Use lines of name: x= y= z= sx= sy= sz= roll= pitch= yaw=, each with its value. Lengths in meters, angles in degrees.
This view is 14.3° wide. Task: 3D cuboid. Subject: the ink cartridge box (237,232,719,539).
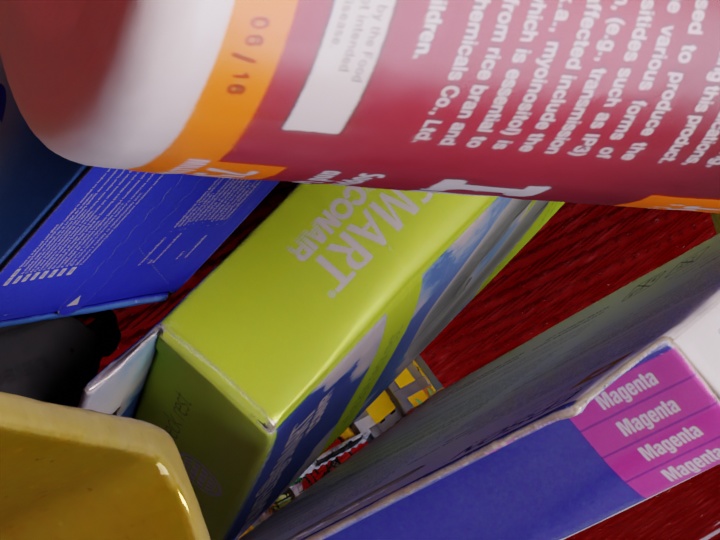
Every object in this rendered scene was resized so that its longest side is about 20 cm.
ink cartridge box: x=0.043 y=0.049 z=0.755 sx=0.196 sy=0.043 sz=0.200 roll=-31 pitch=-178 yaw=39

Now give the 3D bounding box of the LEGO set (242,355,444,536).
LEGO set: x=-0.020 y=0.127 z=1.060 sx=0.154 sy=0.116 sz=0.200 roll=-24 pitch=159 yaw=-38

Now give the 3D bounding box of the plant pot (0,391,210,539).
plant pot: x=-0.133 y=0.150 z=0.610 sx=0.200 sy=0.196 sz=0.194 roll=-22 pitch=165 yaw=15

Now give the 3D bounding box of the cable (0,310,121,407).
cable: x=-0.159 y=0.070 z=0.756 sx=0.163 sy=0.051 sz=0.200 roll=-43 pitch=169 yaw=38

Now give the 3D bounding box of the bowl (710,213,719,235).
bowl: x=0.180 y=-0.077 z=0.873 sx=0.200 sy=0.200 sz=0.108 roll=-38 pitch=128 yaw=2

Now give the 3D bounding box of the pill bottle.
pill bottle: x=0.040 y=-0.068 z=0.533 sx=0.199 sy=0.113 sz=0.113 roll=4 pitch=146 yaw=-23

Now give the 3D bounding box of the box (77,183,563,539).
box: x=0.000 y=0.000 z=0.800 sx=0.200 sy=0.048 sz=0.122 roll=-45 pitch=172 yaw=-24

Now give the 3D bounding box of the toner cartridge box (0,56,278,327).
toner cartridge box: x=-0.023 y=-0.067 z=0.658 sx=0.200 sy=0.043 sz=0.095 roll=-46 pitch=161 yaw=26
